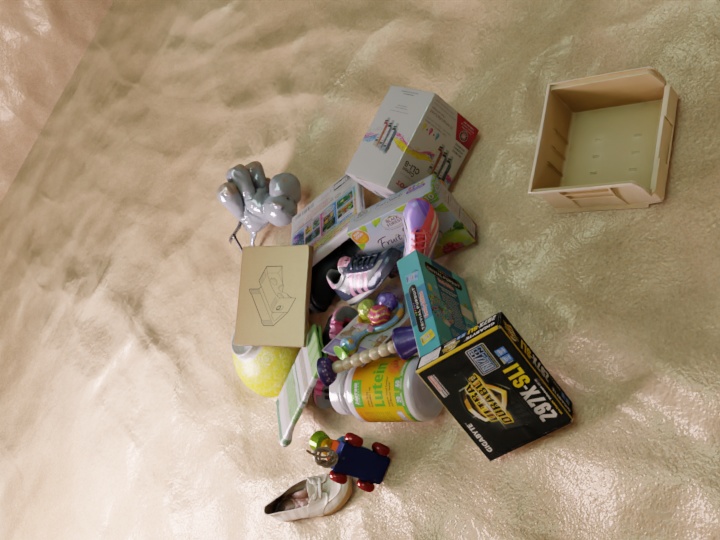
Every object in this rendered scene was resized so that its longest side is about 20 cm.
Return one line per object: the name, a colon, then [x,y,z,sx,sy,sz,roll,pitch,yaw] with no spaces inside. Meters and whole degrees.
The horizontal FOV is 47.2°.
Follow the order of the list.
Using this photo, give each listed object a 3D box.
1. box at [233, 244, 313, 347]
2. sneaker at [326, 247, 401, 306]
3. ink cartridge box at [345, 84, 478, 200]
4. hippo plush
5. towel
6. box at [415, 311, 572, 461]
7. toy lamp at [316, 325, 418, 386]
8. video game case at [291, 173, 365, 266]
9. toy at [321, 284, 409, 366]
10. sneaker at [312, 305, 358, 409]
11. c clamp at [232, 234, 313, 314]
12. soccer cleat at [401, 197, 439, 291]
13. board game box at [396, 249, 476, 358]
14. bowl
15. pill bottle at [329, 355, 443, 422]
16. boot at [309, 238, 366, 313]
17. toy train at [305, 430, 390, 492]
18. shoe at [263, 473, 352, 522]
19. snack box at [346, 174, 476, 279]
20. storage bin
box: [-0.173,0.050,1.642,0.161,0.021,0.203,-1,79,26]
sneaker: [0.000,0.000,1.544,0.200,0.082,0.070,-40,14,50]
ink cartridge box: [0.098,-0.227,1.586,0.144,0.145,0.202,27,89,51]
hippo plush: [-0.220,-0.156,1.849,0.159,0.159,0.203,1,70,44]
towel: [-0.111,0.221,1.589,0.202,0.030,0.150,-64,19,19]
box: [0.206,0.181,1.262,0.159,0.201,0.049,-32,16,25]
toy lamp: [0.021,0.142,1.406,0.198,0.058,0.059,-20,56,20]
video game case: [-0.069,-0.101,1.697,0.199,0.024,0.183,-37,35,26]
toy: [0.023,0.085,1.517,0.114,0.048,0.200,13,51,45]
sneaker: [-0.055,0.171,1.610,0.095,0.078,0.203,-13,59,63]
c clamp: [-0.180,0.020,1.726,0.199,0.172,0.027,26,63,41]
soccer cleat: [0.102,-0.035,1.465,0.066,0.202,0.077,7,42,6]
board game box: [0.142,0.082,1.398,0.047,0.150,0.202,-33,50,27]
bowl: [-0.206,0.156,1.721,0.198,0.107,0.203,-20,58,35]
pill bottle: [0.042,0.211,1.456,0.198,0.111,0.113,-10,63,40]
boot: [-0.027,-0.021,1.659,0.167,0.076,0.203,-14,55,43]
toy train: [-0.051,0.311,1.434,0.115,0.199,0.086,18,82,50]
shoe: [-0.099,0.424,1.526,0.199,0.053,0.071,-30,52,30]
snack box: [0.094,-0.077,1.523,0.198,0.142,0.053,-25,34,32]
storage bin: [0.396,-0.207,1.341,0.197,0.093,0.203,-1,69,43]
